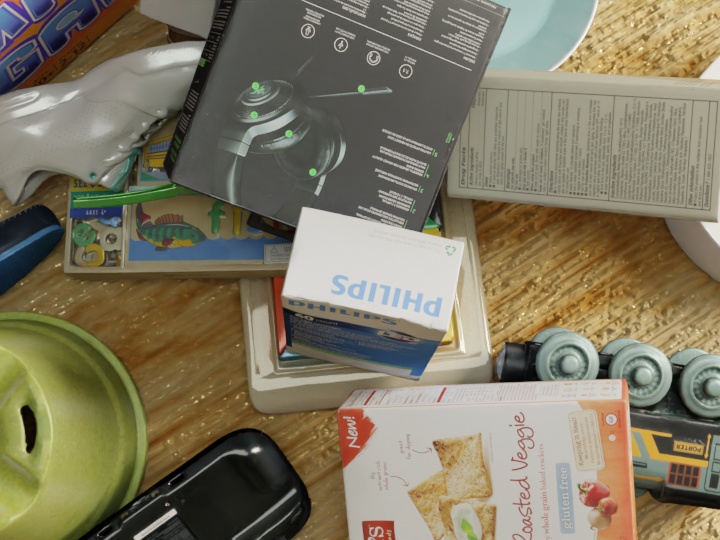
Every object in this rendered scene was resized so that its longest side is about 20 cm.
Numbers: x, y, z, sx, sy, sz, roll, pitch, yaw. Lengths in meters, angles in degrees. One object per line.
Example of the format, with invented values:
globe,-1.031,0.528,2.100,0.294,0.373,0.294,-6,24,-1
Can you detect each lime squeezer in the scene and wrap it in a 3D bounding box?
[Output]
lime squeezer,-0.107,-0.084,0.925,0.200,0.071,0.038,-38,41,2

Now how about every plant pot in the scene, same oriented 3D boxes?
plant pot,-0.255,0.117,0.874,0.200,0.184,0.201,0,81,-1

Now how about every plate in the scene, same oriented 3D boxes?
plate,0.088,-0.231,1.021,0.199,0.026,0.201,0,81,-3

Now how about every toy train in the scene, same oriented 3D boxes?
toy train,0.194,0.107,0.947,0.199,0.085,0.114,9,90,0

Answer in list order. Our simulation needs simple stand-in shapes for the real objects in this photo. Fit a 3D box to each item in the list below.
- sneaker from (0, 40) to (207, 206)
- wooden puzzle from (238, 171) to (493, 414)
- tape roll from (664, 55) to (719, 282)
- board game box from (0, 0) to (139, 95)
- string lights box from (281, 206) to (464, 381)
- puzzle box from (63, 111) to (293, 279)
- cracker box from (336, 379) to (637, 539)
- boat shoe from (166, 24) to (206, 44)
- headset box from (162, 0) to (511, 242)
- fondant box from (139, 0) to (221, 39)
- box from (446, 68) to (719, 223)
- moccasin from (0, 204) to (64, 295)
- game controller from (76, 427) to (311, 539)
sneaker,-0.177,-0.104,0.944,0.199,0.075,0.089,-18,87,10
wooden puzzle,0.000,0.000,0.976,0.184,0.037,0.201,-6,82,-3
tape roll,0.330,-0.079,0.983,0.202,0.071,0.203,0,81,-2
board game box,-0.283,-0.257,0.923,0.200,0.200,0.200,-43,85,-7
string lights box,0.004,0.022,0.853,0.102,0.200,0.059,13,76,0
puzzle box,-0.120,-0.061,0.967,0.199,0.025,0.134,-1,77,7
cracker box,0.089,0.150,0.903,0.199,0.058,0.134,-4,100,14
boat shoe,-0.051,-0.168,0.986,0.199,0.074,0.076,10,38,6
headset box,-0.023,-0.115,0.872,0.174,0.093,0.201,19,97,-15
fondant box,-0.088,-0.284,0.922,0.058,0.144,0.200,20,49,1
box,0.167,-0.093,0.924,0.199,0.078,0.095,9,106,25
moccasin,-0.316,0.002,0.944,0.200,0.080,0.068,-32,79,-7
game controller,-0.131,0.196,0.920,0.200,0.042,0.104,-35,116,-7
